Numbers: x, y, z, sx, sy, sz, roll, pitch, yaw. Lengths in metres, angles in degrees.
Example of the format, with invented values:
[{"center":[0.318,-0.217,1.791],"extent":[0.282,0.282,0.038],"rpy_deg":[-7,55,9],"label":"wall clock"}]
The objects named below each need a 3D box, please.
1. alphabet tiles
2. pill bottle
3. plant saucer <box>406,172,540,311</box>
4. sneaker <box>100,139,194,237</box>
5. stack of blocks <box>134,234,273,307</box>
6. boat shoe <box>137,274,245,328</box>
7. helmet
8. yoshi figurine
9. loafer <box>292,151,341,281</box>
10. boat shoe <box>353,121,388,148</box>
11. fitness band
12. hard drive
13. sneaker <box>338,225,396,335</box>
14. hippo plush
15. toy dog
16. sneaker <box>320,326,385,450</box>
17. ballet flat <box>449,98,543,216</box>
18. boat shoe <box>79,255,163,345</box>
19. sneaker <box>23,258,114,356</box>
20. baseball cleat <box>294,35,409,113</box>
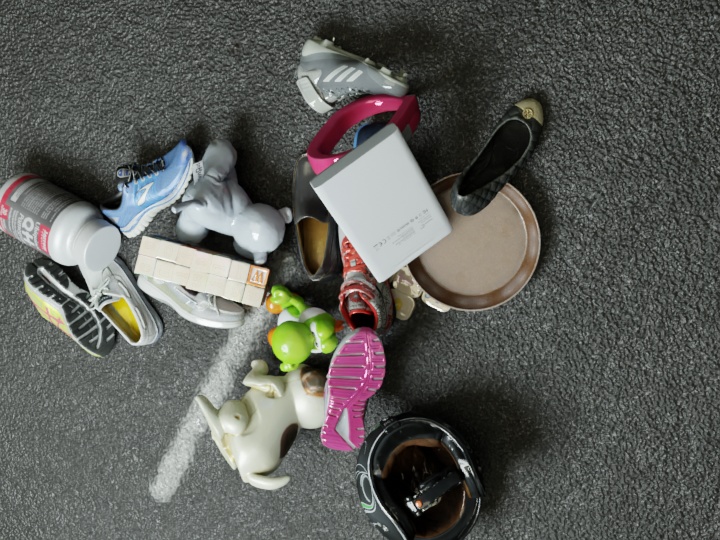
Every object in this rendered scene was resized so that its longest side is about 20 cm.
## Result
[{"center":[0.070,-0.029,1.252],"extent":[0.194,0.015,0.201],"rpy_deg":[28,106,12],"label":"alphabet tiles"},{"center":[-0.496,-0.076,1.363],"extent":[0.199,0.111,0.112],"rpy_deg":[26,106,20],"label":"pill bottle"},{"center":[0.160,-0.043,1.200],"extent":[0.198,0.034,0.202],"rpy_deg":[2,101,11],"label":"plant saucer"},{"center":[-0.340,-0.139,1.315],"extent":[0.200,0.079,0.089],"rpy_deg":[-41,126,19],"label":"sneaker"},{"center":[-0.238,-0.001,1.265],"extent":[0.198,0.115,0.059],"rpy_deg":[15,92,-3],"label":"stack of blocks"},{"center":[-0.273,0.033,1.342],"extent":[0.201,0.074,0.065],"rpy_deg":[27,110,19],"label":"boat shoe"},{"center":[0.086,0.310,1.210],"extent":[0.198,0.191,0.202],"rpy_deg":[-1,68,3],"label":"helmet"},{"center":[-0.103,0.088,1.225],"extent":[0.112,0.200,0.112],"rpy_deg":[38,80,-21],"label":"yoshi figurine"},{"center":[-0.068,-0.082,1.251],"extent":[0.072,0.072,0.202],"rpy_deg":[-11,90,13],"label":"loafer"},{"center":[0.026,-0.122,1.189],"extent":[0.068,0.084,0.202],"rpy_deg":[-9,81,33],"label":"boat shoe"},{"center":[0.005,-0.195,1.152],"extent":[0.142,0.200,0.038],"rpy_deg":[-4,125,30],"label":"fitness band"},{"center":[0.033,-0.086,1.111],"extent":[0.131,0.200,0.027],"rpy_deg":[-35,43,0],"label":"hard drive"},{"center":[0.001,0.000,1.213],"extent":[0.067,0.108,0.203],"rpy_deg":[-11,95,19],"label":"sneaker"},{"center":[-0.181,-0.100,1.256],"extent":[0.160,0.200,0.160],"rpy_deg":[24,74,-7],"label":"hippo plush"},{"center":[-0.126,0.219,1.274],"extent":[0.194,0.199,0.140],"rpy_deg":[39,153,45],"label":"toy dog"},{"center":[-0.017,0.161,1.205],"extent":[0.081,0.088,0.201],"rpy_deg":[12,118,-9],"label":"sneaker"},{"center":[0.194,-0.157,1.139],"extent":[0.066,0.057,0.201],"rpy_deg":[33,79,10],"label":"ballet flat"},{"center":[-0.420,0.046,1.382],"extent":[0.074,0.086,0.203],"rpy_deg":[-38,84,18],"label":"boat shoe"},{"center":[-0.504,0.071,1.429],"extent":[0.200,0.078,0.090],"rpy_deg":[50,140,-4],"label":"sneaker"},{"center":[-0.016,-0.267,1.197],"extent":[0.199,0.069,0.107],"rpy_deg":[34,107,36],"label":"baseball cleat"}]
